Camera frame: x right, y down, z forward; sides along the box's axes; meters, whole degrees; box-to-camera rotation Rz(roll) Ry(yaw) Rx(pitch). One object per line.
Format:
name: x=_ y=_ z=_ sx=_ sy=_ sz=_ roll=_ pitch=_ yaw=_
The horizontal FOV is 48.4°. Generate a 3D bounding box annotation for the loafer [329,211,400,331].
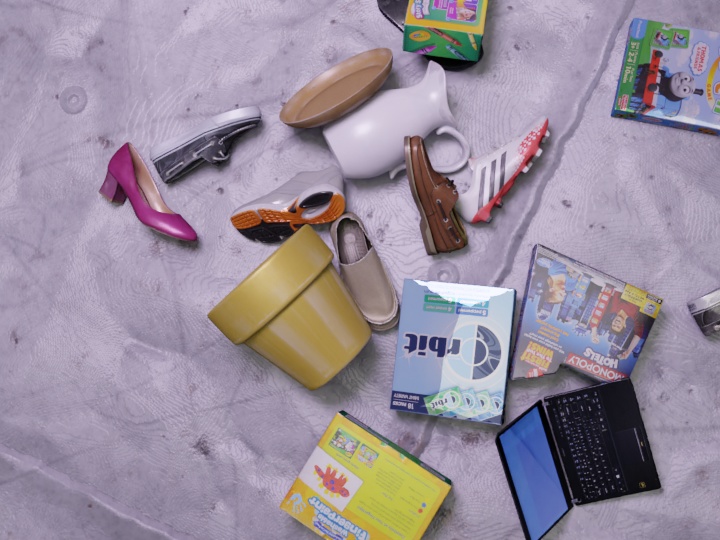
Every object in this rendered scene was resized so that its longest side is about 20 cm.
loafer: x=0.000 y=0.000 z=1.233 sx=0.076 sy=0.068 sz=0.200 roll=-26 pitch=81 yaw=3

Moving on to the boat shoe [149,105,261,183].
boat shoe: x=-0.241 y=-0.200 z=1.292 sx=0.200 sy=0.072 sz=0.071 roll=-23 pitch=90 yaw=14

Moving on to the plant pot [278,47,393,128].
plant pot: x=-0.033 y=-0.274 z=1.226 sx=0.200 sy=0.200 sz=0.028 roll=-32 pitch=116 yaw=2

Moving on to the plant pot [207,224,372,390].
plant pot: x=-0.091 y=0.066 z=1.183 sx=0.201 sy=0.201 sz=0.189 roll=-42 pitch=95 yaw=1

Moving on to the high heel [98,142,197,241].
high heel: x=-0.330 y=-0.124 z=1.284 sx=0.200 sy=0.067 sz=0.096 roll=30 pitch=98 yaw=12

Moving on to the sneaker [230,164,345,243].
sneaker: x=-0.111 y=-0.109 z=1.267 sx=0.200 sy=0.076 sz=0.092 roll=-13 pitch=43 yaw=20

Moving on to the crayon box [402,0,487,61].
crayon box: x=0.138 y=-0.422 z=1.234 sx=0.118 sy=0.058 sz=0.200 roll=9 pitch=62 yaw=5

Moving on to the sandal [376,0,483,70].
sandal: x=0.106 y=-0.388 z=1.278 sx=0.200 sy=0.043 sz=0.076 roll=37 pitch=89 yaw=9

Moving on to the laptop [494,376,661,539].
laptop: x=0.309 y=0.269 z=1.125 sx=0.200 sy=0.103 sz=0.178 roll=-16 pitch=100 yaw=13

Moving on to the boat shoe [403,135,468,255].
boat shoe: x=0.114 y=-0.116 z=1.194 sx=0.068 sy=0.072 sz=0.200 roll=-9 pitch=126 yaw=15

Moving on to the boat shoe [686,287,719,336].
boat shoe: x=0.582 y=0.033 z=1.165 sx=0.200 sy=0.071 sz=0.064 roll=-27 pitch=80 yaw=11

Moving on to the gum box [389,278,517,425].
gum box: x=0.139 y=0.120 z=1.204 sx=0.169 sy=0.045 sz=0.201 roll=6 pitch=85 yaw=16

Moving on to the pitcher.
pitcher: x=0.059 y=-0.202 z=1.235 sx=0.200 sy=0.121 sz=0.172 roll=-27 pitch=104 yaw=-1

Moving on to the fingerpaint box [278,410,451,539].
fingerpaint box: x=0.009 y=0.332 z=1.192 sx=0.200 sy=0.073 sz=0.167 roll=31 pitch=87 yaw=10

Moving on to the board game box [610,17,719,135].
board game box: x=0.500 y=-0.293 z=1.225 sx=0.199 sy=0.037 sz=0.152 roll=13 pitch=85 yaw=7

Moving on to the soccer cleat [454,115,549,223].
soccer cleat: x=0.213 y=-0.164 z=1.230 sx=0.085 sy=0.069 sz=0.200 roll=36 pitch=93 yaw=5

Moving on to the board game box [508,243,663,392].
board game box: x=0.310 y=0.092 z=1.190 sx=0.200 sy=0.062 sz=0.200 roll=25 pitch=89 yaw=8
